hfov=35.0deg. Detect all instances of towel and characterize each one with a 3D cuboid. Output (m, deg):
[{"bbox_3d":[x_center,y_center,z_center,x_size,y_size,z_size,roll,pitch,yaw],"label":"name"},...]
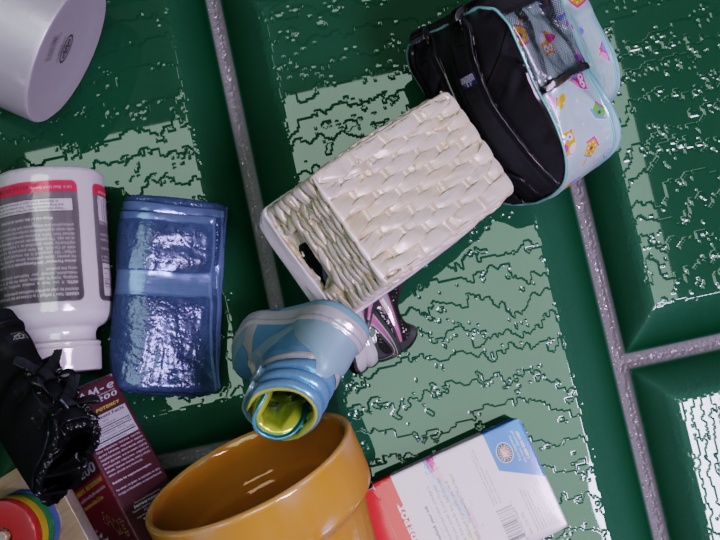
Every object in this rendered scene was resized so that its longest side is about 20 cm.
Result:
[{"bbox_3d":[-0.192,0.027,1.148,0.112,0.049,0.200,5,85,-26],"label":"towel"}]

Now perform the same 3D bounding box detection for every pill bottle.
[{"bbox_3d":[-0.305,0.003,1.141,0.111,0.111,0.200,-5,84,1],"label":"pill bottle"}]

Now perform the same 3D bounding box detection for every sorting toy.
[{"bbox_3d":[-0.348,0.313,1.110,0.200,0.070,0.199,-31,84,13],"label":"sorting toy"}]

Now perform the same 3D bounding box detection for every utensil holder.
[{"bbox_3d":[-0.380,-0.260,1.143,0.200,0.170,0.170,26,86,1],"label":"utensil holder"}]

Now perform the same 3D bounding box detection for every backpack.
[{"bbox_3d":[0.160,-0.170,1.114,0.153,0.176,0.200,-26,96,-31],"label":"backpack"}]

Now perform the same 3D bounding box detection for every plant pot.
[{"bbox_3d":[-0.065,0.257,1.032,0.200,0.200,0.183,-24,102,-1],"label":"plant pot"}]

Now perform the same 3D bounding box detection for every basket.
[{"bbox_3d":[0.028,-0.061,1.081,0.200,0.123,0.136,-35,91,-29],"label":"basket"}]

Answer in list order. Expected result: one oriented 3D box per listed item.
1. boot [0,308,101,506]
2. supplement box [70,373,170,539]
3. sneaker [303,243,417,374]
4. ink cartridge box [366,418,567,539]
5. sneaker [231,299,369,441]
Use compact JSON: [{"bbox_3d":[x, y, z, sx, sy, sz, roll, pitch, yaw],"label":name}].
[{"bbox_3d":[-0.321,0.150,1.064,0.162,0.073,0.198,45,122,26],"label":"boot"},{"bbox_3d":[-0.235,0.212,1.115,0.061,0.109,0.200,-25,82,-36],"label":"supplement box"},{"bbox_3d":[0.000,0.000,1.162,0.086,0.080,0.200,-14,87,-18],"label":"sneaker"},{"bbox_3d":[0.088,0.238,1.130,0.200,0.067,0.116,-24,83,-1],"label":"ink cartridge box"},{"bbox_3d":[-0.086,0.103,1.075,0.080,0.200,0.131,40,58,-18],"label":"sneaker"}]
